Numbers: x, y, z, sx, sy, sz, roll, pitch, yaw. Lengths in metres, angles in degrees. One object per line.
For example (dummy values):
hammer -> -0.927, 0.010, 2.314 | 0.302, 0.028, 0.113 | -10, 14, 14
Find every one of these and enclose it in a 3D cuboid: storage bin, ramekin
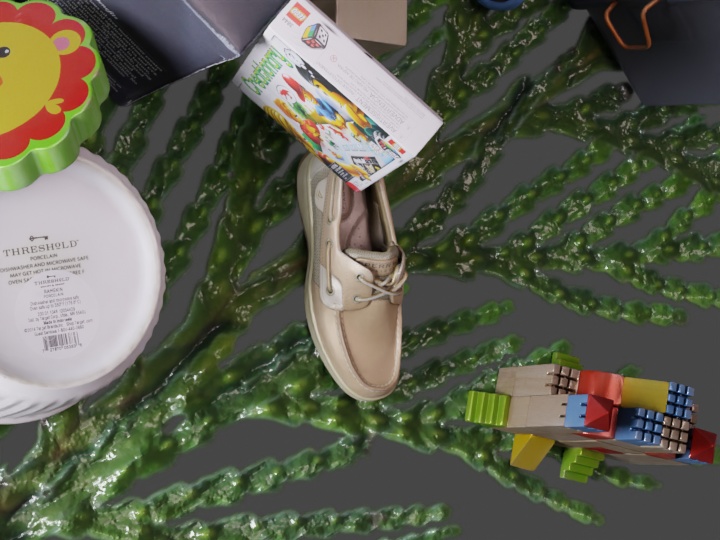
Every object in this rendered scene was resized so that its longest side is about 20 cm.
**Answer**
storage bin -> 0.278, -0.206, 1.512 | 0.146, 0.200, 0.134 | -42, 115, -27
ramekin -> -0.226, 0.003, 1.239 | 0.200, 0.105, 0.201 | 3, 83, -31

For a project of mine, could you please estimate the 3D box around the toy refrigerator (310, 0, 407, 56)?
toy refrigerator -> -0.006, -0.266, 1.412 | 0.070, 0.076, 0.200 | 4, 83, -30

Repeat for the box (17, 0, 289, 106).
box -> -0.108, -0.237, 1.277 | 0.123, 0.198, 0.200 | 46, 65, -19

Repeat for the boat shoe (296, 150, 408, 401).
boat shoe -> 0.000, 0.000, 1.394 | 0.072, 0.065, 0.200 | -8, 89, -31

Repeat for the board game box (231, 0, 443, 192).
board game box -> -0.020, -0.117, 1.266 | 0.126, 0.200, 0.035 | 41, 80, -5

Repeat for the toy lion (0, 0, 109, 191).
toy lion -> -0.270, -0.105, 1.181 | 0.192, 0.069, 0.200 | 30, 64, 23

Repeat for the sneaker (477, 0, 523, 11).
sneaker -> 0.120, -0.312, 1.485 | 0.071, 0.083, 0.200 | -3, 85, -31

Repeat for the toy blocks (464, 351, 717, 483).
toy blocks -> 0.205, 0.116, 1.463 | 0.200, 0.137, 0.100 | 16, 77, -29
